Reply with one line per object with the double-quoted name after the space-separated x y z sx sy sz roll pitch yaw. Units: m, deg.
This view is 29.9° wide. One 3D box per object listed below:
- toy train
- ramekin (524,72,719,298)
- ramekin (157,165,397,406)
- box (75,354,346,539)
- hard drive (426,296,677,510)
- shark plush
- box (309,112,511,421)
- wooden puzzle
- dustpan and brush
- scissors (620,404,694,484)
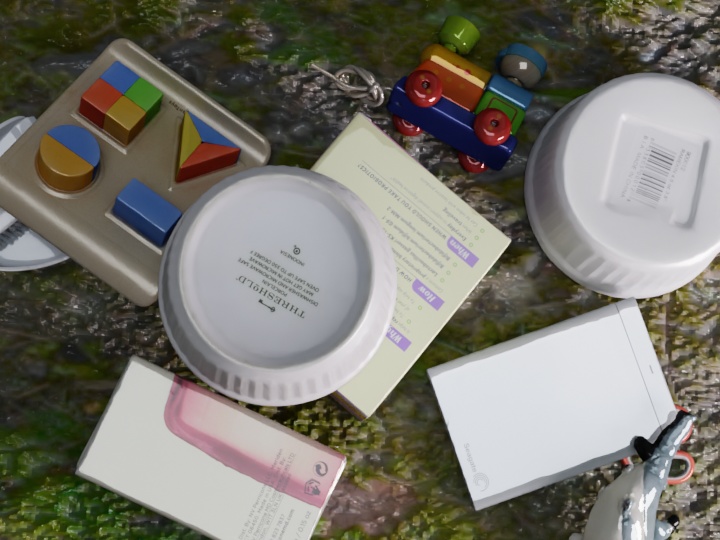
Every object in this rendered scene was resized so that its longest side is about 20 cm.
0.067 -0.186 1.233 0.199 0.085 0.116 29 71 1 "toy train"
0.253 -0.081 1.217 0.198 0.098 0.203 0 82 -3 "ramekin"
-0.067 0.007 1.090 0.200 0.094 0.204 0 82 -3 "ramekin"
-0.123 0.165 1.145 0.199 0.128 0.110 26 81 0 "box"
0.174 0.119 1.210 0.198 0.027 0.133 -19 84 0 "hard drive"
0.243 0.219 1.192 0.083 0.091 0.202 22 80 -19 "shark plush"
0.000 0.000 1.191 0.176 0.097 0.200 39 81 3 "box"
-0.201 -0.096 1.193 0.185 0.046 0.201 35 63 1 "wooden puzzle"
-0.333 -0.034 1.194 0.200 0.057 0.140 -41 86 -8 "dustpan and brush"
0.210 0.141 1.225 0.198 0.014 0.074 13 81 -2 "scissors"
